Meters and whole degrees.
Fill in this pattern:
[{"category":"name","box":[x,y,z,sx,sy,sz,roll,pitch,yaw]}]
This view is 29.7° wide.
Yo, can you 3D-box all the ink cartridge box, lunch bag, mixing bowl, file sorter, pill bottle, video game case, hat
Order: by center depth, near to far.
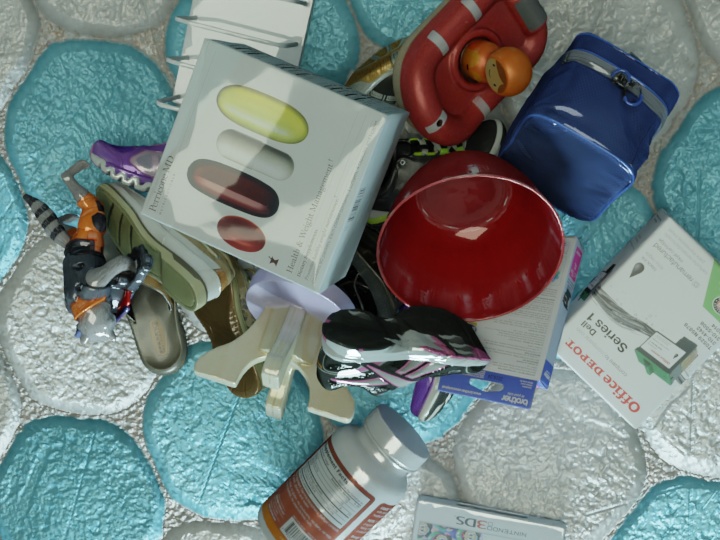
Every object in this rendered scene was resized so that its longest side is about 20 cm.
[{"category":"lunch bag","box":[0.243,-0.160,1.435,0.135,0.200,0.133,32,71,-1]},{"category":"mixing bowl","box":[0.115,-0.053,1.462,0.198,0.109,0.202,-1,129,-1]},{"category":"ink cartridge box","box":[0.167,0.053,1.507,0.118,0.042,0.202,9,71,28]},{"category":"file sorter","box":[-0.137,-0.267,1.509,0.137,0.125,0.202,14,101,4]},{"category":"ink cartridge box","box":[0.323,0.055,1.522,0.146,0.084,0.200,42,102,-1]},{"category":"hat","box":[0.000,0.000,1.543,0.081,0.200,0.201,-38,93,-24]},{"category":"pill bottle","box":[-0.018,0.255,1.589,0.112,0.112,0.200,45,102,-2]},{"category":"video game case","box":[0.142,0.384,1.634,0.180,0.024,0.202,10,101,6]}]

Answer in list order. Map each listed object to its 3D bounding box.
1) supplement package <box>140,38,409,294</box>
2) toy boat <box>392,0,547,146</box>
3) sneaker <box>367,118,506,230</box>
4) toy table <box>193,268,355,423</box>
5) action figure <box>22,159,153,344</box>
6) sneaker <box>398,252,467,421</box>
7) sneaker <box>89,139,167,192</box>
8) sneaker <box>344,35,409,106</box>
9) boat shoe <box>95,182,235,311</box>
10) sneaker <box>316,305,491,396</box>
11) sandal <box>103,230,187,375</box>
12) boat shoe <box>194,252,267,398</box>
[{"category":"supplement package","box":[-0.084,-0.110,1.382,0.198,0.147,0.193,23,100,7]},{"category":"toy boat","box":[0.133,-0.220,1.447,0.200,0.131,0.131,-47,126,-6]},{"category":"sneaker","box":[0.070,-0.118,1.519,0.199,0.072,0.083,-33,123,11]},{"category":"toy table","box":[-0.081,0.086,1.499,0.182,0.200,0.118,13,69,15]},{"category":"action figure","box":[-0.325,0.004,1.558,0.200,0.104,0.195,-48,53,42]},{"category":"sneaker","box":[0.080,0.073,1.575,0.083,0.081,0.202,8,91,20]},{"category":"sneaker","box":[-0.213,-0.124,1.572,0.198,0.080,0.089,18,95,-1]},{"category":"sneaker","box":[0.016,-0.185,1.538,0.199,0.076,0.088,-35,108,16]},{"category":"boat shoe","box":[-0.226,-0.036,1.562,0.200,0.068,0.075,45,144,21]},{"category":"sneaker","box":[0.038,0.092,1.446,0.198,0.081,0.087,7,129,-23]},{"category":"sandal","box":[-0.262,0.030,1.610,0.081,0.055,0.202,-15,92,9]},{"category":"boat shoe","box":[-0.151,0.048,1.604,0.073,0.062,0.202,-12,96,36]}]
